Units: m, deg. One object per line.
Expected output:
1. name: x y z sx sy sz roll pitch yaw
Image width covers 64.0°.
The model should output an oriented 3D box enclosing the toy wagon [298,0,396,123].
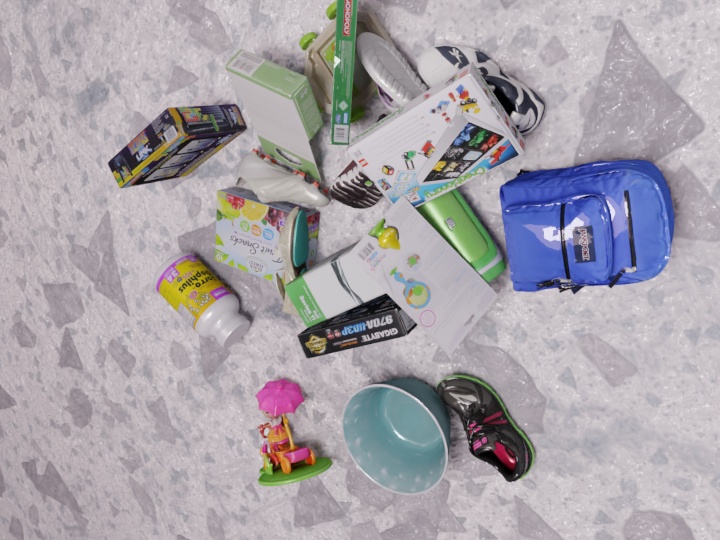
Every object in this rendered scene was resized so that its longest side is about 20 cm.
1. toy wagon: -0.037 -0.314 0.917 0.199 0.039 0.156 -35 86 35

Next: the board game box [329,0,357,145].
1. board game box: -0.024 -0.289 0.816 0.029 0.135 0.202 3 110 -2

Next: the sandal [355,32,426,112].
1. sandal: 0.058 -0.255 0.840 0.203 0.083 0.050 47 136 -5

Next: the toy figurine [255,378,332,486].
1. toy figurine: -0.158 0.312 1.159 0.200 0.149 0.186 -21 80 58

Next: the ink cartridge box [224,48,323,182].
1. ink cartridge box: -0.126 -0.248 0.944 0.145 0.048 0.200 30 161 25

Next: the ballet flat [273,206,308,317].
1. ballet flat: -0.121 -0.010 0.990 0.062 0.067 0.202 4 112 17

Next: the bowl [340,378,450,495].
1. bowl: 0.076 0.269 0.994 0.199 0.105 0.203 9 109 28

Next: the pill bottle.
1. pill bottle: -0.316 0.062 1.164 0.200 0.104 0.105 42 122 12

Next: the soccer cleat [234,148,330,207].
1. soccer cleat: -0.137 -0.144 1.008 0.199 0.069 0.078 29 92 26

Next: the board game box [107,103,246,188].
1. board game box: -0.330 -0.226 1.043 0.199 0.165 0.057 -25 94 34

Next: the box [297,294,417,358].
1. box: 0.018 0.074 0.935 0.199 0.159 0.046 -18 99 33

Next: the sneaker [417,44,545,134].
1. sneaker: 0.146 -0.245 0.775 0.199 0.129 0.080 41 120 13

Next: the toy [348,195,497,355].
1. toy: 0.086 0.008 0.812 0.200 0.115 0.047 46 167 -10

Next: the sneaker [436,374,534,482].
1. sneaker: 0.200 0.251 0.927 0.200 0.084 0.077 46 122 10

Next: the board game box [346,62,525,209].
1. board game box: 0.094 -0.161 0.750 0.199 0.035 0.126 -23 123 37

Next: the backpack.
1. backpack: 0.288 -0.048 0.734 0.198 0.168 0.164 -5 110 28

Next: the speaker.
1. speaker: 0.132 -0.066 0.867 0.088 0.088 0.201 -37 85 34

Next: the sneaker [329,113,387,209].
1. sneaker: 0.023 -0.176 0.913 0.075 0.116 0.200 27 159 -19

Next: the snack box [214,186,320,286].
1. snack box: -0.177 -0.062 1.071 0.198 0.053 0.144 18 116 23

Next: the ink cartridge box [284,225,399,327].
1. ink cartridge box: 0.000 0.000 0.929 0.199 0.146 0.084 -26 96 35
